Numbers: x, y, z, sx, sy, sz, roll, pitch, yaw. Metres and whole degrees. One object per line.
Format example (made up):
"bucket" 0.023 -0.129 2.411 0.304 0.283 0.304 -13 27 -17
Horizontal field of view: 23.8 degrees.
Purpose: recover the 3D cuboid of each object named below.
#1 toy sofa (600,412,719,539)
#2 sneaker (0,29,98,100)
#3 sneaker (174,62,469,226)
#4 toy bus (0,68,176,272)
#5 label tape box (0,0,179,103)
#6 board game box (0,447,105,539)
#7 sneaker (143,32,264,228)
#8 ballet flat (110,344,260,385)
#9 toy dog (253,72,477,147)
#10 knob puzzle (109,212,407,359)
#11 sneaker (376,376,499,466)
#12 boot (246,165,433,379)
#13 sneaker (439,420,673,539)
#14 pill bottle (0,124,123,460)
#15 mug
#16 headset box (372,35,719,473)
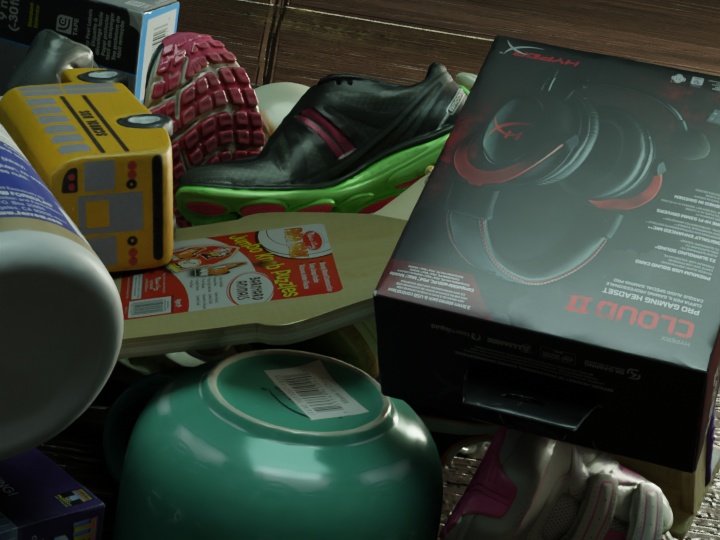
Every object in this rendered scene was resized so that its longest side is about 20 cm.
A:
"toy sofa" 0.155 0.048 0.910 0.083 0.200 0.098 20 59 23
"sneaker" -0.191 -0.095 1.128 0.074 0.085 0.200 25 -10 1
"sneaker" -0.021 -0.072 1.029 0.199 0.077 0.084 -18 72 -19
"toy bus" -0.150 -0.060 0.937 0.078 0.065 0.200 -7 21 -19
"label tape box" -0.249 -0.161 1.337 0.199 0.145 0.063 17 25 17
"board game box" -0.245 0.104 0.800 0.165 0.057 0.200 -13 31 -43
"sneaker" -0.108 -0.050 1.057 0.080 0.201 0.075 -19 31 -31
"ballet flat" -0.118 0.038 0.991 0.200 0.070 0.069 26 27 36
"toy dog" -0.005 -0.051 1.126 0.199 0.194 0.140 22 36 13
"knob puzzle" -0.043 0.009 0.864 0.219 0.031 0.220 -6 17 2
"sneaker" 0.033 0.069 0.996 0.078 0.080 0.200 -45 25 -25
"boot" 0.000 0.000 0.990 0.155 0.073 0.200 -40 16 -23
"sneaker" 0.106 0.119 0.826 0.088 0.082 0.200 30 3 25
"pill bottle" -0.196 -0.015 0.765 0.115 0.116 0.200 -5 36 -34
"mug" -0.052 0.103 0.809 0.184 0.115 0.152 14 22 8
"headset box" 0.101 -0.006 0.777 0.148 0.075 0.200 13 51 17
